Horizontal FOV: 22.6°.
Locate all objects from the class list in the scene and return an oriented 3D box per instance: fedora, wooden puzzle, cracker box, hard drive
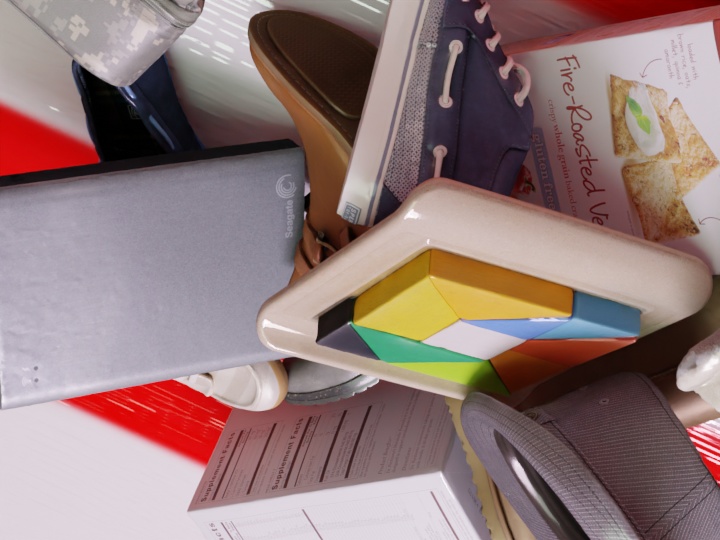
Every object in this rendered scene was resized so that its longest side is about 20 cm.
[{"bbox_3d":[0.144,0.118,1.008,0.177,0.090,0.200,54,173,-6],"label":"fedora"},{"bbox_3d":[0.062,0.025,0.977,0.184,0.038,0.200,16,151,-23],"label":"wooden puzzle"},{"bbox_3d":[0.159,-0.066,0.971,0.199,0.058,0.135,-6,105,39],"label":"cracker box"},{"bbox_3d":[-0.129,0.000,1.095,0.198,0.033,0.141,-10,115,-24],"label":"hard drive"}]

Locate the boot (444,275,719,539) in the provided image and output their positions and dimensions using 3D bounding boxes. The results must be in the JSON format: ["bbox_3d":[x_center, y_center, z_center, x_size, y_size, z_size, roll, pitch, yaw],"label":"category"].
[{"bbox_3d":[0.164,0.101,1.104,0.199,0.066,0.176,-23,90,23],"label":"boot"}]

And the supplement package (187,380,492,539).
[{"bbox_3d":[0.002,0.151,1.233,0.198,0.110,0.114,-12,124,28],"label":"supplement package"}]

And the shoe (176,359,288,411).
[{"bbox_3d":[-0.139,0.043,1.201,0.199,0.053,0.070,29,135,16],"label":"shoe"}]

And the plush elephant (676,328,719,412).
[{"bbox_3d":[0.251,0.075,0.918,0.200,0.164,0.156,44,160,44],"label":"plush elephant"}]

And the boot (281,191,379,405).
[{"bbox_3d":[0.000,0.000,1.152,0.199,0.068,0.131,-26,104,35],"label":"boot"}]

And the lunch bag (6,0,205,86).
[{"bbox_3d":[-0.136,-0.227,0.956,0.200,0.140,0.168,42,114,-17],"label":"lunch bag"}]

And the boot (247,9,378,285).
[{"bbox_3d":[-0.011,-0.045,1.067,0.200,0.077,0.156,41,136,12],"label":"boot"}]

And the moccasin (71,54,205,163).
[{"bbox_3d":[-0.143,-0.070,1.128,0.080,0.068,0.201,-5,128,24],"label":"moccasin"}]

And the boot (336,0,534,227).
[{"bbox_3d":[0.054,-0.113,0.965,0.090,0.073,0.202,15,88,-2],"label":"boot"}]

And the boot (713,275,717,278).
[{"bbox_3d":[0.245,-0.045,0.984,0.200,0.072,0.182,-42,77,34],"label":"boot"}]
